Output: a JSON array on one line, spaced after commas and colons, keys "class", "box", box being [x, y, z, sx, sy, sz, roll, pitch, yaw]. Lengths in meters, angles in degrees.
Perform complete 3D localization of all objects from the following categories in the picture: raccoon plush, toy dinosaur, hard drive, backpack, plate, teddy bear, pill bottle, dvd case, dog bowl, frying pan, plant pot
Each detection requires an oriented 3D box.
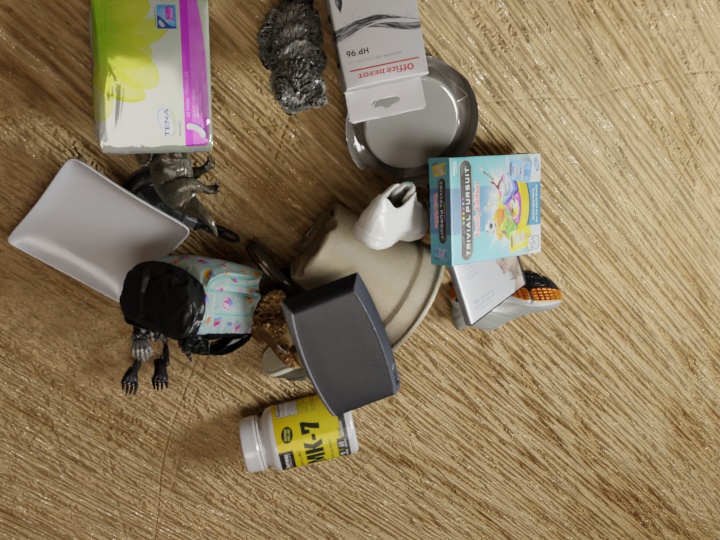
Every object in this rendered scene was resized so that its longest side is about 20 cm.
[{"class": "raccoon plush", "box": [-0.089, -0.303, 1.107, 0.095, 0.135, 0.203, -10, 125, -4]}, {"class": "toy dinosaur", "box": [-0.259, -0.139, 1.215, 0.101, 0.077, 0.202, -21, 115, 9]}, {"class": "hard drive", "box": [-0.025, 0.115, 1.244, 0.133, 0.042, 0.202, -19, 115, 3]}, {"class": "backpack", "box": [-0.230, 0.043, 1.259, 0.199, 0.165, 0.128, 6, 107, -58]}, {"class": "plate", "box": [-0.379, -0.059, 1.250, 0.198, 0.033, 0.199, 33, 125, -27]}, {"class": "teddy bear", "box": [-0.117, 0.091, 1.343, 0.067, 0.199, 0.146, -41, 105, -19]}, {"class": "pill bottle", "box": [-0.109, 0.287, 1.515, 0.196, 0.115, 0.116, -13, 126, -4]}, {"class": "dvd case", "box": [0.184, -0.038, 1.317, 0.142, 0.017, 0.203, -31, 111, -33]}, {"class": "dog bowl", "box": [0.070, -0.223, 1.245, 0.196, 0.059, 0.203, -6, 124, -9]}, {"class": "frying pan", "box": [-0.280, -0.073, 1.288, 0.114, 0.031, 0.191, -32, 122, 11]}, {"class": "plant pot", "box": [0.000, 0.000, 1.315, 0.182, 0.201, 0.201, 33, 112, -17]}]

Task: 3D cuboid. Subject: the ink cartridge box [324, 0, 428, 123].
[{"class": "ink cartridge box", "box": [0.022, -0.304, 1.124, 0.114, 0.068, 0.204, -12, 99, -3]}]

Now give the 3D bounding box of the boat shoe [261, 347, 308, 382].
[{"class": "boat shoe", "box": [-0.074, 0.142, 1.420, 0.199, 0.073, 0.060, -15, 150, 35]}]

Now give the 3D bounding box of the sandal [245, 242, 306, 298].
[{"class": "sandal", "box": [-0.106, 0.018, 1.371, 0.055, 0.082, 0.200, -45, 117, -8]}]

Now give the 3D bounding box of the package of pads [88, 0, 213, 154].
[{"class": "package of pads", "box": [-0.270, -0.253, 1.106, 0.152, 0.068, 0.204, -3, 103, -12]}]

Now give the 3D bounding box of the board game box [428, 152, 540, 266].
[{"class": "board game box", "box": [0.189, -0.094, 1.272, 0.198, 0.047, 0.154, -9, 100, -39]}]

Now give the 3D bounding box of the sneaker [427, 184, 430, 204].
[{"class": "sneaker", "box": [0.168, -0.091, 1.355, 0.090, 0.066, 0.202, -36, 112, -34]}]

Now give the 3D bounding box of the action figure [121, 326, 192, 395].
[{"class": "action figure", "box": [-0.314, 0.108, 1.355, 0.117, 0.102, 0.202, 3, 124, -31]}]

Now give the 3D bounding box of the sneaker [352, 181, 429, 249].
[{"class": "sneaker", "box": [0.062, -0.093, 1.254, 0.075, 0.200, 0.090, 30, 115, 15]}]

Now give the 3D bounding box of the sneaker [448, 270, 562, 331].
[{"class": "sneaker", "box": [0.247, 0.060, 1.477, 0.196, 0.076, 0.093, -2, 132, -2]}]
